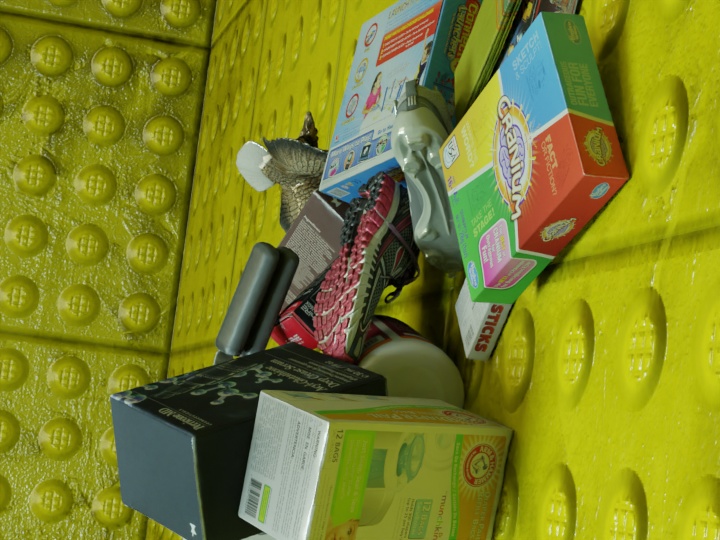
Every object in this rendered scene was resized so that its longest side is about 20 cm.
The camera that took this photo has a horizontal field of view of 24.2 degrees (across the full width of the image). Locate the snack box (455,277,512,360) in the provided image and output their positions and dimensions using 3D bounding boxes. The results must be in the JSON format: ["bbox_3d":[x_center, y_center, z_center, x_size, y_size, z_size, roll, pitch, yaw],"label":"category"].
[{"bbox_3d":[0.126,-0.017,1.459,0.072,0.024,0.200,-98,21,-49],"label":"snack box"}]

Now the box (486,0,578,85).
[{"bbox_3d":[0.147,-0.219,1.466,0.137,0.040,0.200,-113,34,-67],"label":"box"}]

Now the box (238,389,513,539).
[{"bbox_3d":[0.015,0.167,1.394,0.101,0.200,0.113,18,99,52],"label":"box"}]

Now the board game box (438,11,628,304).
[{"bbox_3d":[0.133,-0.087,1.346,0.200,0.040,0.153,126,139,-52],"label":"board game box"}]

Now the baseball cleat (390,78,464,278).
[{"bbox_3d":[0.074,-0.090,1.535,0.200,0.070,0.107,74,-165,-48],"label":"baseball cleat"}]

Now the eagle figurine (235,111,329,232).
[{"bbox_3d":[-0.058,-0.110,1.990,0.151,0.152,0.200,-53,20,21],"label":"eagle figurine"}]

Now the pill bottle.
[{"bbox_3d":[0.023,0.105,1.621,0.200,0.113,0.113,-143,62,-75],"label":"pill bottle"}]

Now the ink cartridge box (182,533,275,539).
[{"bbox_3d":[-0.080,0.241,1.781,0.084,0.200,0.145,127,149,-56],"label":"ink cartridge box"}]

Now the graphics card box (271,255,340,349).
[{"bbox_3d":[0.000,0.000,1.681,0.200,0.051,0.125,-45,4,-18],"label":"graphics card box"}]

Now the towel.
[{"bbox_3d":[0.118,-0.218,1.468,0.200,0.018,0.086,111,167,-47],"label":"towel"}]

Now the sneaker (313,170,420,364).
[{"bbox_3d":[0.016,0.002,1.564,0.081,0.075,0.200,-30,34,55],"label":"sneaker"}]

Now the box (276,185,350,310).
[{"bbox_3d":[-0.033,-0.034,1.855,0.100,0.075,0.200,-39,-11,-38],"label":"box"}]

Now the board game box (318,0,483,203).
[{"bbox_3d":[0.045,-0.178,1.681,0.200,0.056,0.196,-18,54,63],"label":"board game box"}]

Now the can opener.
[{"bbox_3d":[-0.108,0.072,1.636,0.066,0.053,0.200,25,98,44],"label":"can opener"}]

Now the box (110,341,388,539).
[{"bbox_3d":[-0.094,0.149,1.467,0.148,0.200,0.107,16,116,52],"label":"box"}]
